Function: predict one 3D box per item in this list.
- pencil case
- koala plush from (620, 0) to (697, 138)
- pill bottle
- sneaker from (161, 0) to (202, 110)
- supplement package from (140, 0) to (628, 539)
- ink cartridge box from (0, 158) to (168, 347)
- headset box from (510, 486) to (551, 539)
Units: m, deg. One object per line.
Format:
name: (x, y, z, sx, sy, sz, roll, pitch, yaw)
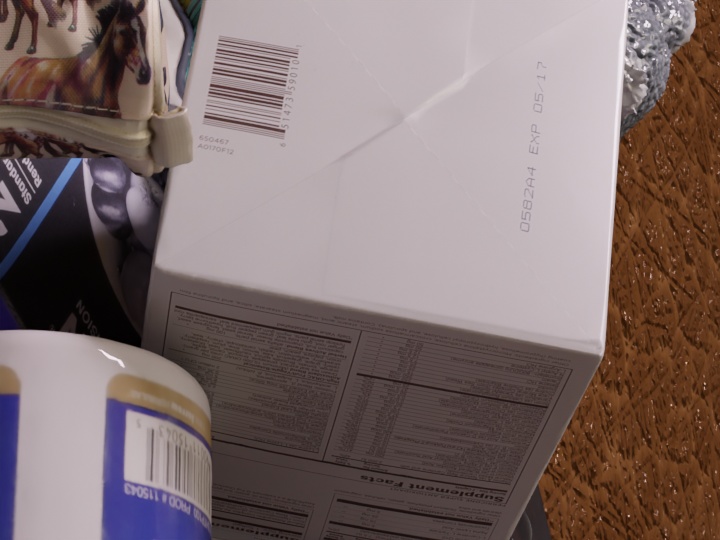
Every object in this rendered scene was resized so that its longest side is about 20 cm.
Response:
pencil case: (-0.151, -0.068, 0.667, 0.078, 0.198, 0.090, 107, -20, -53)
koala plush: (0.060, -0.103, 1.065, 0.177, 0.198, 0.185, -36, 120, -61)
pill bottle: (-0.107, 0.132, 0.685, 0.120, 0.119, 0.202, 37, 46, -53)
sneaker: (-0.053, -0.105, 0.971, 0.201, 0.079, 0.078, -101, 166, -54)
supplement package: (0.000, 0.000, 0.797, 0.200, 0.149, 0.153, 106, -7, -59)
ink cartridge box: (-0.130, 0.001, 0.848, 0.199, 0.043, 0.201, 64, 32, -29)
headset box: (0.048, 0.190, 1.090, 0.149, 0.077, 0.202, -24, 100, -63)
